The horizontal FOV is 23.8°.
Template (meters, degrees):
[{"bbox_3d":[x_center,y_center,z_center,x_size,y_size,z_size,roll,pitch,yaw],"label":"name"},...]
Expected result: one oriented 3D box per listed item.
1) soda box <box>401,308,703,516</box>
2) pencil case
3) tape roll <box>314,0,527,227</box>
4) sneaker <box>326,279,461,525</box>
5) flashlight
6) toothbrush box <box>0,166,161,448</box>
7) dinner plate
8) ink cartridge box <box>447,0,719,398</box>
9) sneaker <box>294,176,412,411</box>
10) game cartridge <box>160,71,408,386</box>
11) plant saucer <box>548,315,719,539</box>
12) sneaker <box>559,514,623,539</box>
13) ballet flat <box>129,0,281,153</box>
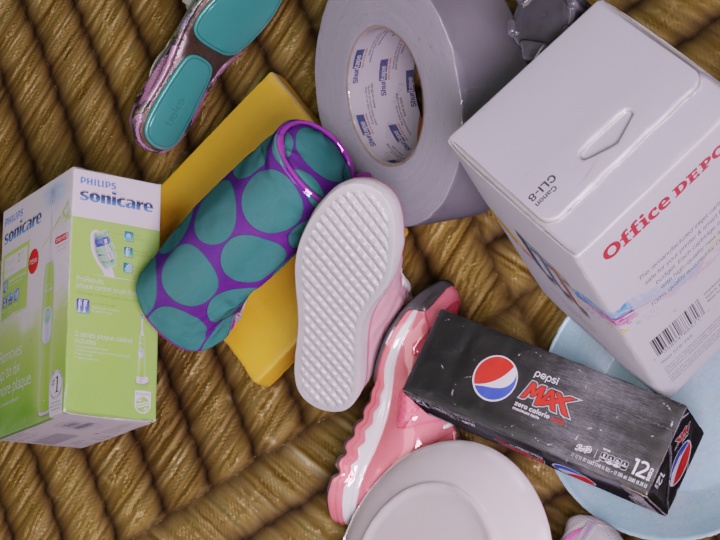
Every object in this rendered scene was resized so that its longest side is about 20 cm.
[{"bbox_3d":[0.133,0.098,1.191,0.199,0.063,0.071,22,78,28],"label":"soda box"},{"bbox_3d":[-0.086,-0.025,1.321,0.200,0.092,0.086,-42,35,33],"label":"pencil case"},{"bbox_3d":[0.043,-0.135,1.287,0.200,0.066,0.203,28,123,53],"label":"tape roll"},{"bbox_3d":[0.048,0.109,1.293,0.086,0.074,0.202,21,91,16],"label":"sneaker"},{"bbox_3d":[0.165,-0.153,1.212,0.068,0.200,0.068,-36,62,13],"label":"flashlight"},{"bbox_3d":[-0.234,0.035,1.409,0.145,0.085,0.202,-21,64,53],"label":"toothbrush box"},{"bbox_3d":[0.048,0.215,1.186,0.199,0.024,0.202,-20,60,39],"label":"dinner plate"},{"bbox_3d":[0.180,-0.045,1.131,0.145,0.200,0.145,-42,51,-3],"label":"ink cartridge box"},{"bbox_3d":[0.000,0.000,1.282,0.075,0.105,0.202,19,126,13],"label":"sneaker"},{"bbox_3d":[-0.074,-0.035,1.408,0.176,0.032,0.200,-44,64,11],"label":"game cartridge"},{"bbox_3d":[0.226,0.092,1.210,0.199,0.039,0.203,-8,73,27],"label":"plant saucer"},{"bbox_3d":[0.132,0.252,1.199,0.200,0.081,0.089,-50,32,21],"label":"sneaker"},{"bbox_3d":[-0.141,-0.195,1.468,0.201,0.069,0.071,-56,41,5],"label":"ballet flat"}]
